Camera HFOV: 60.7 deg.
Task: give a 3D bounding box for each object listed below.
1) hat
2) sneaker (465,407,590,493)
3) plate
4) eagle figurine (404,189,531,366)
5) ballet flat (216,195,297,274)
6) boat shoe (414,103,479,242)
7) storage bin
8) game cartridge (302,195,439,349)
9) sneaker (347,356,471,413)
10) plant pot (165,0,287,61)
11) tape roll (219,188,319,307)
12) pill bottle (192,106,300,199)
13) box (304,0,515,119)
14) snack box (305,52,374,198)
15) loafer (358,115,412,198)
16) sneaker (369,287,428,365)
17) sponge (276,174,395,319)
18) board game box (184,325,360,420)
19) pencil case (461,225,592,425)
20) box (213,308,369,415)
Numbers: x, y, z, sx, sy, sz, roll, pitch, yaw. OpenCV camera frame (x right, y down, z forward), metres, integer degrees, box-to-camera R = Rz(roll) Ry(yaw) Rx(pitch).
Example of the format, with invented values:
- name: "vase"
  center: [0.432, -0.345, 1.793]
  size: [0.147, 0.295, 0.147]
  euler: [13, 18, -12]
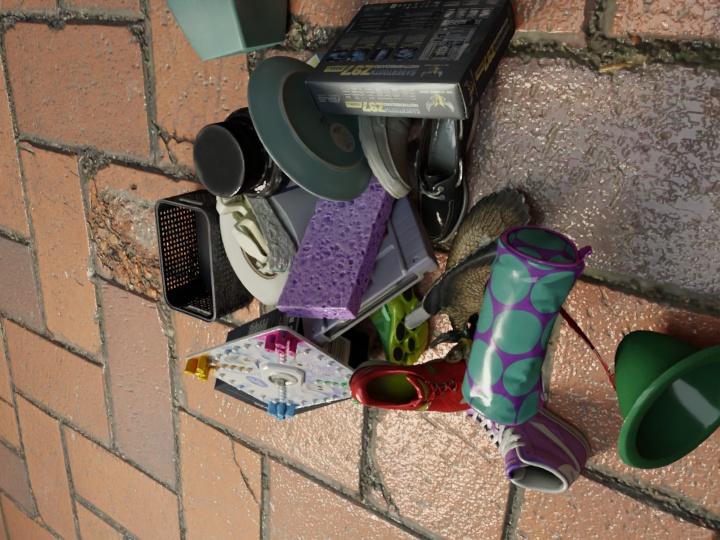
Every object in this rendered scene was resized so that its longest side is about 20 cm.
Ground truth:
- name: "hat"
  center: [0.306, 0.095, 0.702]
  size: [0.176, 0.165, 0.201]
  euler: [54, 168, 51]
- name: "sneaker"
  center: [0.191, 0.209, 0.799]
  size: [0.199, 0.114, 0.073]
  euler: [27, 122, 27]
- name: "plate"
  center: [-0.049, -0.180, 0.752]
  size: [0.025, 0.200, 0.201]
  euler: [-29, 88, 39]
- name: "eagle figurine"
  center: [0.139, 0.012, 0.755]
  size: [0.152, 0.150, 0.201]
  euler: [-133, 31, -53]
- name: "ballet flat"
  center: [-0.159, -0.079, 0.855]
  size: [0.201, 0.072, 0.072]
  euler: [54, 128, 11]
- name: "boat shoe"
  center: [0.102, -0.126, 0.776]
  size: [0.073, 0.060, 0.202]
  euler: [25, 119, 26]
- name: "storage bin"
  center: [-0.268, -0.027, 1.060]
  size: [0.134, 0.094, 0.202]
  euler: [14, 114, 32]
- name: "game cartridge"
  center: [0.000, 0.000, 0.797]
  size: [0.199, 0.038, 0.130]
  euler: [-36, 45, 20]
- name: "sneaker"
  center: [0.083, 0.153, 0.781]
  size: [0.198, 0.085, 0.078]
  euler: [-4, 89, -2]
- name: "plant pot"
  center: [-0.187, -0.403, 0.844]
  size: [0.140, 0.141, 0.202]
  euler: [1, 114, 36]
- name: "tape roll"
  center: [-0.130, -0.049, 0.945]
  size: [0.202, 0.071, 0.204]
  euler: [25, 128, 37]
- name: "pill bottle"
  center: [-0.109, -0.154, 0.780]
  size: [0.111, 0.200, 0.113]
  euler: [13, 114, 31]
- name: "box"
  center: [0.057, -0.245, 0.705]
  size: [0.199, 0.158, 0.051]
  euler: [10, 146, 32]
- name: "snack box"
  center: [-0.043, -0.188, 0.873]
  size: [0.116, 0.037, 0.201]
  euler: [-28, 89, 39]
- name: "loafer"
  center: [0.034, -0.187, 0.770]
  size: [0.069, 0.070, 0.202]
  euler: [-22, 71, 22]
- name: "sneaker"
  center: [0.042, 0.051, 0.888]
  size: [0.083, 0.074, 0.202]
  euler: [7, 115, 59]
- name: "sponge"
  center: [-0.027, -0.033, 0.790]
  size: [0.111, 0.201, 0.030]
  euler: [0, 149, 35]
- name: "board game box"
  center: [-0.109, 0.151, 0.849]
  size: [0.199, 0.026, 0.200]
  euler: [-19, 137, 35]
- name: "pencil case"
  center: [0.169, 0.059, 0.645]
  size: [0.092, 0.085, 0.202]
  euler: [13, 117, 11]
- name: "box"
  center: [-0.107, 0.142, 0.953]
  size: [0.199, 0.105, 0.148]
  euler: [-24, 136, 39]
